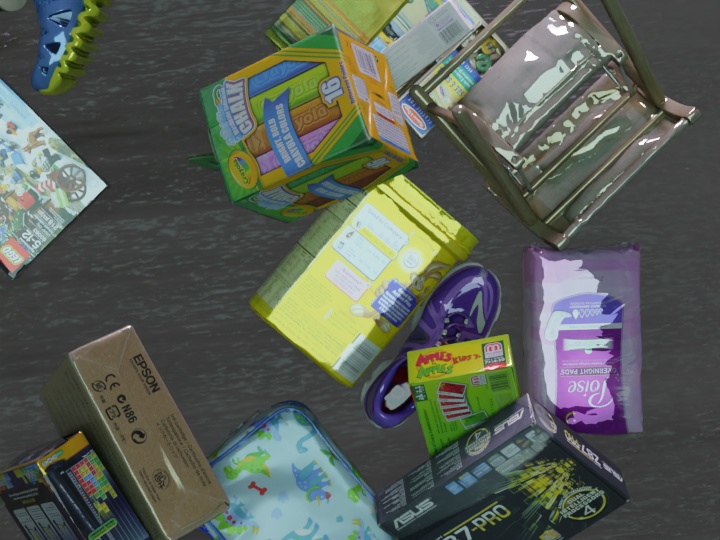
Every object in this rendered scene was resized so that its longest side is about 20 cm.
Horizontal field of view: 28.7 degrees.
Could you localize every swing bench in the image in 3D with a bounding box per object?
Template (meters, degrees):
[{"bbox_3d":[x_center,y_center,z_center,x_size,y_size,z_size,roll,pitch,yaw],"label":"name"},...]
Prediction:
[{"bbox_3d":[0.196,-0.165,1.417,0.199,0.130,0.200,-43,116,-3],"label":"swing bench"}]

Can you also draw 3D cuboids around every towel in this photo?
[{"bbox_3d":[-0.001,-0.282,1.429,0.086,0.018,0.200,42,89,-6],"label":"towel"}]

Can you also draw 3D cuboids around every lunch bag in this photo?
[{"bbox_3d":[-0.072,0.245,1.438,0.161,0.082,0.200,-39,95,-3],"label":"lunch bag"}]

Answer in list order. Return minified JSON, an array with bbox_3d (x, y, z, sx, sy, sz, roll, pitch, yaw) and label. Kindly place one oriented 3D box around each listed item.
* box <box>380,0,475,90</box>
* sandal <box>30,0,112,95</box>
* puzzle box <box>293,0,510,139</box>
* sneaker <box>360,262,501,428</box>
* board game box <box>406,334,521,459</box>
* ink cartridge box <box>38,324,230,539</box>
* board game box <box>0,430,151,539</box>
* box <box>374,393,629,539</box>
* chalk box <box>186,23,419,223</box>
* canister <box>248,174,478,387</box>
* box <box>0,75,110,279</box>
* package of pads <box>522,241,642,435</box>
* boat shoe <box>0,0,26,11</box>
[{"bbox_3d":[0.025,-0.197,1.419,0.200,0.039,0.041,-37,94,17],"label":"box"},{"bbox_3d":[-0.294,-0.272,1.405,0.087,0.079,0.200,17,83,-2],"label":"sandal"},{"bbox_3d":[0.042,-0.252,1.455,0.133,0.025,0.200,-44,95,-1],"label":"puzzle box"},{"bbox_3d":[0.079,0.084,1.444,0.081,0.083,0.200,35,88,-5],"label":"sneaker"},{"bbox_3d":[0.116,0.159,1.407,0.101,0.048,0.200,-10,128,8],"label":"board game box"},{"bbox_3d":[-0.223,0.171,1.363,0.075,0.165,0.200,-27,85,-27],"label":"ink cartridge box"},{"bbox_3d":[-0.273,0.246,1.363,0.057,0.200,0.165,-36,97,-29],"label":"board game box"},{"bbox_3d":[0.140,0.225,1.396,0.200,0.049,0.161,-36,122,21],"label":"box"},{"bbox_3d":[-0.068,-0.128,1.358,0.200,0.125,0.124,-23,74,21],"label":"chalk box"},{"bbox_3d":[0.000,0.000,1.433,0.148,0.087,0.200,40,90,-4],"label":"canister"},{"bbox_3d":[-0.371,-0.109,1.420,0.200,0.038,0.137,45,88,-5],"label":"box"},{"bbox_3d":[0.228,0.070,1.460,0.120,0.076,0.200,-1,92,-2],"label":"package of pads"},{"bbox_3d":[-0.388,-0.352,1.399,0.063,0.074,0.202,-9,107,34],"label":"boat shoe"}]
